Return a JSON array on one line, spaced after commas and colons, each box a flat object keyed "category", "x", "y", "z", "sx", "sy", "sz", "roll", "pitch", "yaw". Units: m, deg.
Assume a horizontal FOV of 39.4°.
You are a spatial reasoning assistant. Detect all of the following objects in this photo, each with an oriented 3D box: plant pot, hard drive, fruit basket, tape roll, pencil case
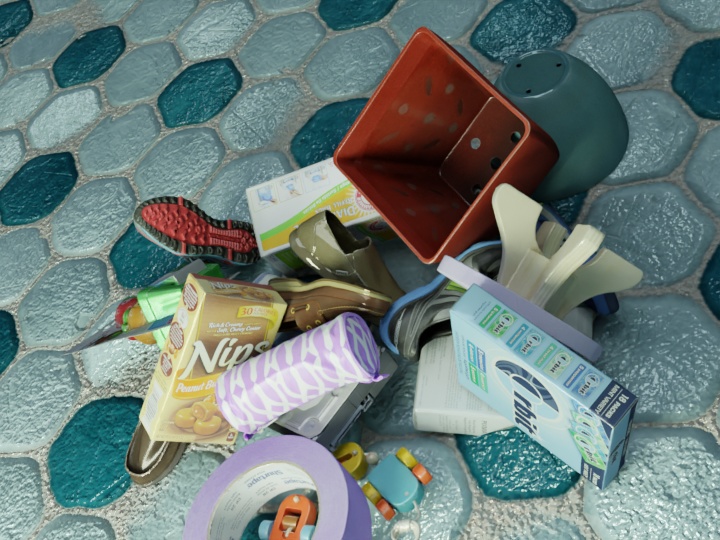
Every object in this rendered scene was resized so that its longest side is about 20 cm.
[{"category": "plant pot", "x": 0.123, "y": -0.141, "z": 1.224, "sx": 0.200, "sy": 0.176, "sz": 0.200, "roll": 48, "pitch": 114, "yaw": 27}, {"category": "hard drive", "x": -0.059, "y": 0.138, "z": 1.224, "sx": 0.140, "sy": 0.038, "sz": 0.199, "roll": -51, "pitch": 32, "yaw": -18}, {"category": "fruit basket", "x": -0.283, "y": 0.052, "z": 1.367, "sx": 0.198, "sy": 0.095, "sz": 0.185, "roll": -10, "pitch": 15, "yaw": 26}, {"category": "plant pot", "x": 0.247, "y": -0.213, "z": 1.339, "sx": 0.198, "sy": 0.135, "sz": 0.202, "roll": -13, "pitch": 49, "yaw": 15}, {"category": "tape roll", "x": -0.090, "y": 0.280, "z": 1.075, "sx": 0.198, "sy": 0.066, "sz": 0.202, "roll": -17, "pitch": 47, "yaw": 18}, {"category": "pencil case", "x": -0.072, "y": 0.121, "z": 1.139, "sx": 0.199, "sy": 0.084, "sz": 0.086, "roll": -28, "pitch": 80, "yaw": 24}]

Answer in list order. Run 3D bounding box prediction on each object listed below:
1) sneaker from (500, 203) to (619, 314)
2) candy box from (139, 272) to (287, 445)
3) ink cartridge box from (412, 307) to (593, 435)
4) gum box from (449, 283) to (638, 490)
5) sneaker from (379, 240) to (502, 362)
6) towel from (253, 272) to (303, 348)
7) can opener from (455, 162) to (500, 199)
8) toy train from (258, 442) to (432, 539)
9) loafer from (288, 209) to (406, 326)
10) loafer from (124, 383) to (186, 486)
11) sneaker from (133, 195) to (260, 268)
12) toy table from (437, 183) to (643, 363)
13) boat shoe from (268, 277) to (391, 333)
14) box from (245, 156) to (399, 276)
[{"category": "sneaker", "x": 0.238, "y": -0.001, "z": 1.211, "sx": 0.082, "sy": 0.074, "sz": 0.200, "roll": -29, "pitch": 37, "yaw": -6}, {"category": "candy box", "x": -0.178, "y": 0.109, "z": 1.208, "sx": 0.055, "sy": 0.115, "sz": 0.202, "roll": 43, "pitch": 117, "yaw": 49}, {"category": "ink cartridge box", "x": 0.168, "y": 0.114, "z": 1.181, "sx": 0.198, "sy": 0.057, "sz": 0.164, "roll": 6, "pitch": 53, "yaw": 7}, {"category": "gum box", "x": 0.184, "y": 0.122, "z": 1.036, "sx": 0.199, "sy": 0.170, "sz": 0.045, "roll": 36, "pitch": 70, "yaw": 26}, {"category": "sneaker", "x": 0.116, "y": 0.038, "z": 1.179, "sx": 0.199, "sy": 0.071, "sz": 0.083, "roll": -36, "pitch": 61, "yaw": -11}, {"category": "towel", "x": -0.124, "y": 0.073, "z": 1.323, "sx": 0.147, "sy": 0.024, "sz": 0.199, "roll": -48, "pitch": 32, "yaw": -17}, {"category": "can opener", "x": 0.123, "y": -0.127, "z": 1.384, "sx": 0.199, "sy": 0.053, "sz": 0.067, "roll": 25, "pitch": 76, "yaw": 41}, {"category": "toy train", "x": -0.009, "y": 0.267, "z": 1.124, "sx": 0.198, "sy": 0.056, "sz": 0.151, "roll": -5, "pitch": 52, "yaw": 27}, {"category": "loafer", "x": 0.000, "y": 0.000, "z": 1.262, "sx": 0.068, "sy": 0.199, "sz": 0.076, "roll": -52, "pitch": 0, "yaw": 26}, {"category": "loafer", "x": -0.253, "y": 0.174, "z": 1.284, "sx": 0.073, "sy": 0.071, "sz": 0.202, "roll": 15, "pitch": 77, "yaw": 35}, {"category": "sneaker", "x": -0.237, "y": -0.038, "z": 1.403, "sx": 0.095, "sy": 0.199, "sz": 0.080, "roll": -22, "pitch": 57, "yaw": 43}, {"category": "toy table", "x": 0.197, "y": 0.001, "z": 1.085, "sx": 0.118, "sy": 0.199, "sz": 0.184, "roll": -59, "pitch": 17, "yaw": 1}, {"category": "boat shoe", "x": -0.041, "y": 0.048, "z": 1.201, "sx": 0.199, "sy": 0.072, "sz": 0.068, "roll": 0, "pitch": 75, "yaw": 46}, {"category": "box", "x": -0.038, "y": -0.081, "z": 1.365, "sx": 0.198, "sy": 0.112, "sz": 0.102, "roll": -19, "pitch": 71, "yaw": 10}]
